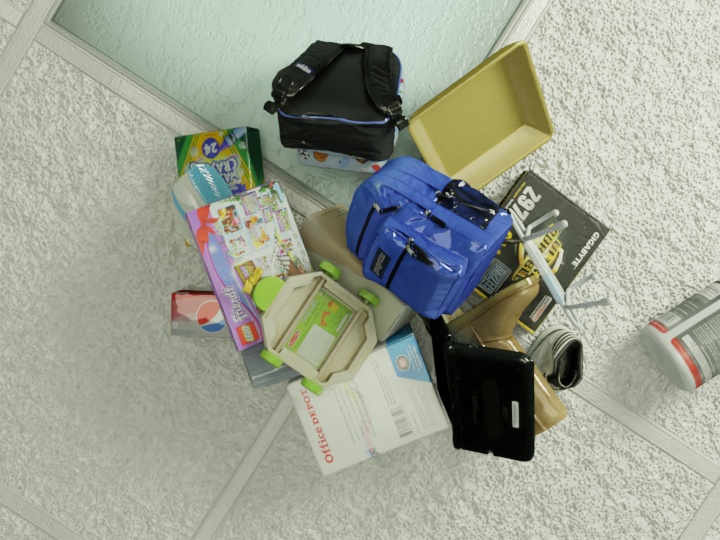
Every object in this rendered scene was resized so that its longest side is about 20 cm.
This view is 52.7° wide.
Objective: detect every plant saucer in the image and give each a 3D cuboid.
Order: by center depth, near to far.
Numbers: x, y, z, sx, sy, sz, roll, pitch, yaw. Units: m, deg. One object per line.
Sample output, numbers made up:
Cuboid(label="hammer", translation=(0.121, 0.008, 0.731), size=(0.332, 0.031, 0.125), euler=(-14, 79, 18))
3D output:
Cuboid(label="plant saucer", translation=(0.173, -0.217, 1.072), size=(0.199, 0.200, 0.049), euler=(-35, 48, 3))

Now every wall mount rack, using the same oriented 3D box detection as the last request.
Cuboid(label="wall mount rack", translation=(0.282, -0.012, 1.013), size=(0.074, 0.174, 0.201), euler=(-31, 93, 18))

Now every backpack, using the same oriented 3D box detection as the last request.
Cuboid(label="backpack", translation=(0.075, -0.051, 0.978), size=(0.199, 0.168, 0.163), euler=(37, 133, 13))
Cuboid(label="backpack", translation=(-0.017, -0.243, 1.056), size=(0.198, 0.155, 0.192), euler=(11, 56, 6))

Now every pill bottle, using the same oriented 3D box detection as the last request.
Cuboid(label="pill bottle", translation=(0.538, 0.083, 1.089), size=(0.199, 0.116, 0.116), euler=(-33, 92, 3))

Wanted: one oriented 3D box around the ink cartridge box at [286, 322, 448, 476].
Cuboid(label="ink cartridge box", translation=(0.010, 0.187, 1.094), size=(0.199, 0.145, 0.148), euler=(-21, 94, 2))

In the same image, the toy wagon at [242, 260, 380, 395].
Cuboid(label="toy wagon", translation=(-0.072, 0.064, 0.978), size=(0.199, 0.040, 0.156), euler=(36, 80, -15))

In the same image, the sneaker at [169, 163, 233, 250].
Cuboid(label="sneaker", translation=(-0.207, -0.050, 1.060), size=(0.081, 0.076, 0.201), euler=(-27, 89, 40))

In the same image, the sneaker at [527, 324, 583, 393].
Cuboid(label="sneaker", translation=(0.266, 0.175, 1.101), size=(0.075, 0.115, 0.201), euler=(33, 94, -1))

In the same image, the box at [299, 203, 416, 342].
Cuboid(label="box", translation=(0.000, 0.000, 1.074), size=(0.200, 0.095, 0.078), euler=(42, 126, 15))

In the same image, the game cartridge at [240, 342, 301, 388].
Cuboid(label="game cartridge", translation=(-0.123, 0.065, 1.061), size=(0.132, 0.041, 0.201), euler=(-15, 55, -16))

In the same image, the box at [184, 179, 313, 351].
Cuboid(label="box", translation=(-0.142, -0.008, 1.001), size=(0.136, 0.039, 0.202), euler=(-21, 93, -17))

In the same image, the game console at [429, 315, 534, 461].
Cuboid(label="game console", translation=(0.170, 0.153, 1.039), size=(0.174, 0.117, 0.201), euler=(6, 128, 23))

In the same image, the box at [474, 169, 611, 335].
Cuboid(label="box", translation=(0.261, -0.029, 1.124), size=(0.159, 0.049, 0.201), euler=(37, 94, 1))

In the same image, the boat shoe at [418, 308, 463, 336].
Cuboid(label="boat shoe", translation=(0.116, 0.035, 1.129), size=(0.076, 0.072, 0.201), euler=(-32, 98, -14))

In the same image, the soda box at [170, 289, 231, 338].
Cuboid(label="soda box", translation=(-0.191, 0.069, 1.134), size=(0.198, 0.063, 0.071), euler=(2, 93, 2))

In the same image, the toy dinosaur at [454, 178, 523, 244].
Cuboid(label="toy dinosaur", translation=(0.156, -0.071, 1.079), size=(0.199, 0.103, 0.077), euler=(13, 57, 27))

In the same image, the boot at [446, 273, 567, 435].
Cuboid(label="boot", translation=(0.234, 0.125, 1.037), size=(0.175, 0.066, 0.201), euler=(-39, 80, 42))

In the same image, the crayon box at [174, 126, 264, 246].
Cuboid(label="crayon box", translation=(-0.210, -0.110, 1.114), size=(0.125, 0.052, 0.202), euler=(-5, 94, 18))
